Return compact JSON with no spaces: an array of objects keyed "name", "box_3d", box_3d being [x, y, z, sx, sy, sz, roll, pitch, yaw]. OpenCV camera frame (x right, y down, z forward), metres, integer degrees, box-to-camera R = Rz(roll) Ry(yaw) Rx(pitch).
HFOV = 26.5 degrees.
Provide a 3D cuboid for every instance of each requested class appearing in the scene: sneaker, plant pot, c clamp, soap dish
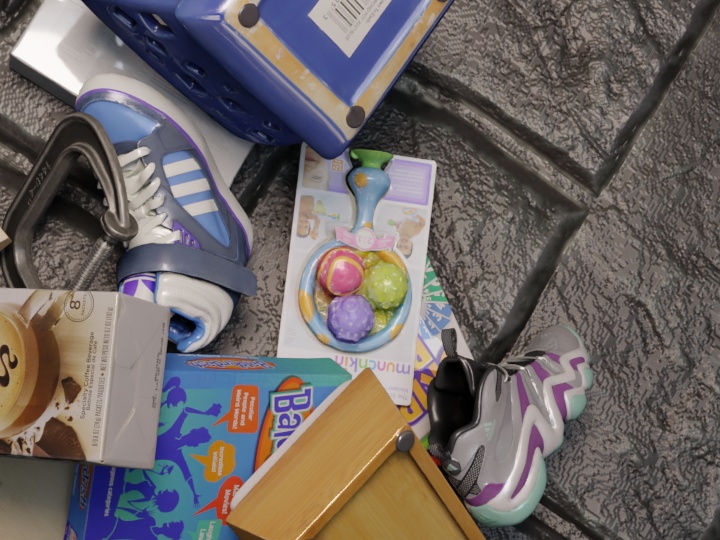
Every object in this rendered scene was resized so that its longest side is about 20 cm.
[{"name":"sneaker","box_3d":[-0.158,-0.033,1.141,0.201,0.080,0.147,54,34,-29]},{"name":"plant pot","box_3d":[-0.053,-0.207,1.092,0.200,0.179,0.201,41,82,-37]},{"name":"c clamp","box_3d":[-0.214,-0.007,1.132,0.027,0.201,0.171,0,44,-41]},{"name":"soap dish","box_3d":[0.006,0.197,1.167,0.157,0.081,0.201,-45,129,-16]},{"name":"sneaker","box_3d":[0.109,0.086,1.209,0.140,0.077,0.201,49,44,-25]}]

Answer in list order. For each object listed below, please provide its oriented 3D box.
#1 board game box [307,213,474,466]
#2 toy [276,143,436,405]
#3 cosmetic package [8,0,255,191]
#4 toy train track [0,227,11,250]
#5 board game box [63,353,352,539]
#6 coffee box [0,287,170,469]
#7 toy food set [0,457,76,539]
[{"name":"board game box","box_3d":[0.037,0.064,1.262,0.095,0.030,0.201,-25,93,-16]},{"name":"toy","box_3d":[0.000,0.000,1.222,0.114,0.047,0.202,8,81,-11]},{"name":"cosmetic package","box_3d":[-0.156,-0.175,1.223,0.199,0.052,0.152,33,79,-10]},{"name":"toy train track","box_3d":[-0.349,0.031,1.145,0.200,0.033,0.115,-42,75,-8]},{"name":"board game box","box_3d":[-0.113,0.141,1.153,0.198,0.045,0.154,3,104,-30]},{"name":"coffee box","box_3d":[-0.240,0.072,1.052,0.198,0.080,0.114,1,81,21]},{"name":"toy food set","box_3d":[-0.283,0.164,1.156,0.200,0.060,0.144,47,64,-7]}]
